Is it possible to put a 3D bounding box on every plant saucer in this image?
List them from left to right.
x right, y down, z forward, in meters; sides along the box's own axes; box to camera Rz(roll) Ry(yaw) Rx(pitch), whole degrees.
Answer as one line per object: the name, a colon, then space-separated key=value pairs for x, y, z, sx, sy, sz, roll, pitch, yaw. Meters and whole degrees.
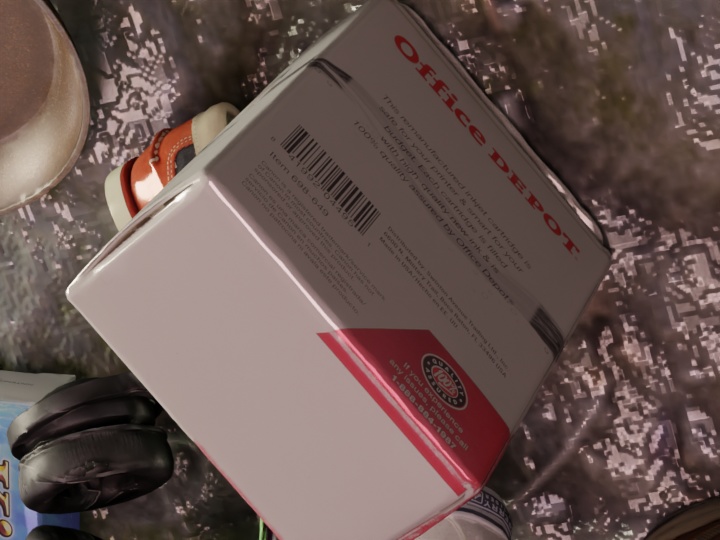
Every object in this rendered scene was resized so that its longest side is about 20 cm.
plant saucer: x=-0.204 y=-0.093 z=1.007 sx=0.199 sy=0.032 sz=0.201 roll=8 pitch=142 yaw=6

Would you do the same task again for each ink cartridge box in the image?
ink cartridge box: x=0.000 y=0.000 z=0.922 sx=0.085 sy=0.200 sz=0.146 roll=-37 pitch=97 yaw=32

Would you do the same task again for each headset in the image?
headset: x=-0.118 y=0.101 z=0.992 sx=0.199 sy=0.094 sz=0.124 roll=-1 pitch=81 yaw=29

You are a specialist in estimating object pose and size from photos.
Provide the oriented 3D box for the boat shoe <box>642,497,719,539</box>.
boat shoe: x=0.188 y=0.109 z=0.979 sx=0.200 sy=0.072 sz=0.076 roll=-36 pitch=98 yaw=28

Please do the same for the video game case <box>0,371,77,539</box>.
video game case: x=-0.217 y=0.139 z=1.119 sx=0.181 sy=0.045 sz=0.201 roll=5 pitch=105 yaw=15

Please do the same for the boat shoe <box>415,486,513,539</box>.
boat shoe: x=-0.022 y=0.162 z=1.007 sx=0.202 sy=0.086 sz=0.075 roll=-26 pitch=129 yaw=26

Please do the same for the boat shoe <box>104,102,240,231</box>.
boat shoe: x=-0.026 y=0.026 z=1.020 sx=0.062 sy=0.071 sz=0.200 roll=-31 pitch=96 yaw=24
